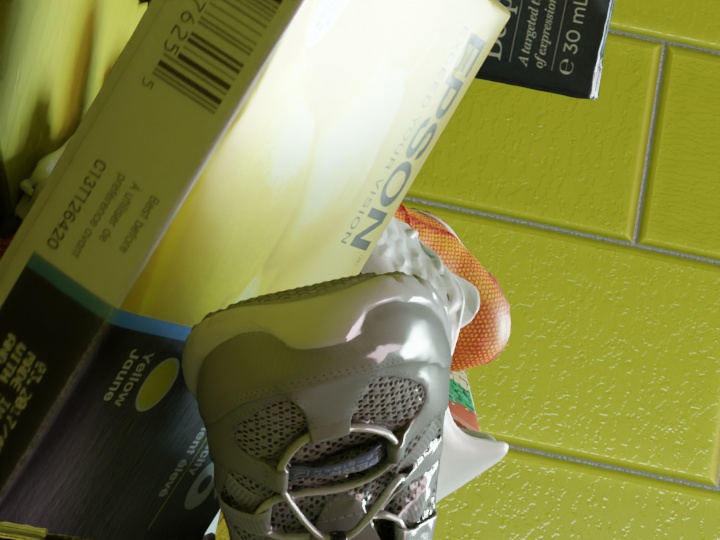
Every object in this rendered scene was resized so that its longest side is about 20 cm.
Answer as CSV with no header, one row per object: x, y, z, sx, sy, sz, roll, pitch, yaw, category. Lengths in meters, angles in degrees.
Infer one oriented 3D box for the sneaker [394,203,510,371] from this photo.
-0.021,-0.012,0.908,0.073,0.200,0.077,-55,-164,10,sneaker

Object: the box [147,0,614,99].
0.020,-0.170,0.953,0.107,0.199,0.149,-74,174,-80,box

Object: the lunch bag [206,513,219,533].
-0.094,0.081,0.877,0.200,0.077,0.161,-78,-179,-80,lunch bag

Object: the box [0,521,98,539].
-0.064,0.159,0.468,0.049,0.159,0.200,71,28,-65,box

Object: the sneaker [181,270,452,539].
-0.002,0.068,0.603,0.200,0.075,0.082,84,-8,-60,sneaker

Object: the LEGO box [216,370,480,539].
-0.039,0.100,1.049,0.200,0.077,0.149,-50,-162,17,LEGO box

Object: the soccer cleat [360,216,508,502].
0.000,0.000,0.838,0.069,0.085,0.200,-158,-129,-74,soccer cleat

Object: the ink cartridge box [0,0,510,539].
-0.030,-0.009,0.635,0.198,0.047,0.200,-60,158,5,ink cartridge box

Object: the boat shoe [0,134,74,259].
-0.078,-0.022,0.721,0.200,0.071,0.063,-62,166,-71,boat shoe

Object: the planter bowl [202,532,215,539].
-0.074,0.188,0.681,0.201,0.083,0.200,-53,-177,4,planter bowl
